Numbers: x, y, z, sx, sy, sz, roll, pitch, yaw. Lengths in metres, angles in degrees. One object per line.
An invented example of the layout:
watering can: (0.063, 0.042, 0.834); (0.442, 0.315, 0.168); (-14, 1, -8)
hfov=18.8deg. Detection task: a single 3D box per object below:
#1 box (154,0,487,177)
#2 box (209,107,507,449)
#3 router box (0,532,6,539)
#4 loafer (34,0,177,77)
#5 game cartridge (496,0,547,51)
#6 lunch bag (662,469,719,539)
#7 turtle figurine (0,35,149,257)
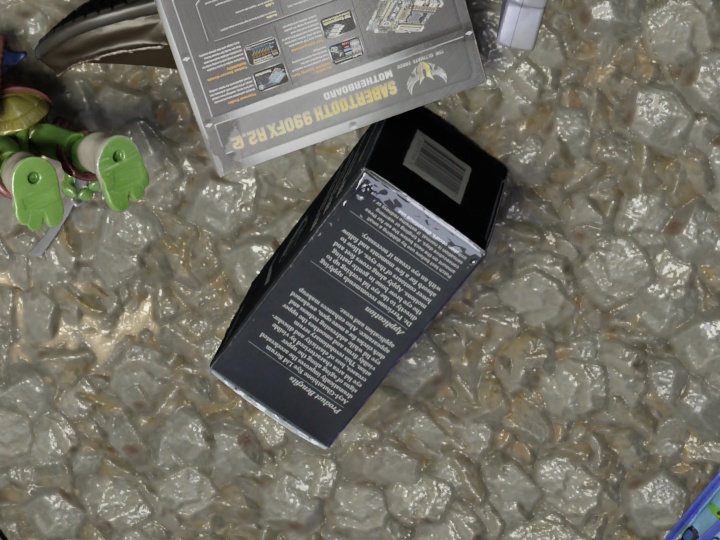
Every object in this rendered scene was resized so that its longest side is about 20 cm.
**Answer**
box: (-0.029, -0.171, 1.463); (0.200, 0.048, 0.159); (-20, 117, -4)
box: (0.000, 0.000, 1.525); (0.104, 0.148, 0.200); (35, 117, -6)
router box: (-0.300, 0.297, 1.688); (0.051, 0.200, 0.149); (-28, 106, 19)
loafer: (-0.133, -0.166, 1.514); (0.200, 0.073, 0.071); (-15, 109, 17)
game cartridge: (0.124, -0.253, 1.394); (0.038, 0.130, 0.200); (16, 116, 4)
lunch bag: (0.304, 0.231, 1.617); (0.150, 0.094, 0.200); (30, 128, -5)
turtle figurine: (-0.239, -0.053, 1.536); (0.144, 0.194, 0.200); (22, 89, -35)
